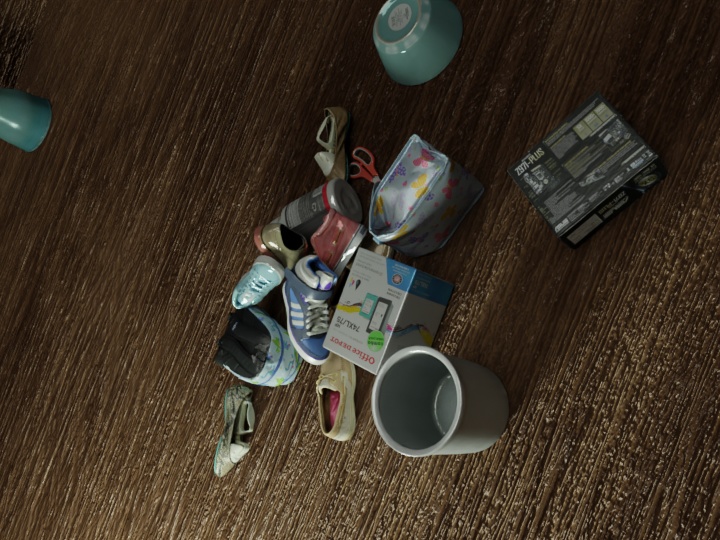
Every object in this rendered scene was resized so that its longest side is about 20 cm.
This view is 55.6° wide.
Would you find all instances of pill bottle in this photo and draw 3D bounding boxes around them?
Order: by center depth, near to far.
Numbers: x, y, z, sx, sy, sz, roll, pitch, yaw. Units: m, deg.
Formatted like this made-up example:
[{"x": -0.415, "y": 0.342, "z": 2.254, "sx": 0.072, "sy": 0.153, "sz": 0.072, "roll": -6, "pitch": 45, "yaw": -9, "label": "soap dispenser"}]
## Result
[{"x": -0.103, "y": -0.110, "z": 1.477, "sx": 0.198, "sy": 0.110, "sz": 0.112, "roll": -25, "pitch": 64, "yaw": 29, "label": "pill bottle"}]

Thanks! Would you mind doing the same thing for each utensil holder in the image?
[{"x": 0.142, "y": 0.225, "z": 1.150, "sx": 0.168, "sy": 0.199, "sz": 0.172, "roll": -11, "pitch": 71, "yaw": 34, "label": "utensil holder"}]

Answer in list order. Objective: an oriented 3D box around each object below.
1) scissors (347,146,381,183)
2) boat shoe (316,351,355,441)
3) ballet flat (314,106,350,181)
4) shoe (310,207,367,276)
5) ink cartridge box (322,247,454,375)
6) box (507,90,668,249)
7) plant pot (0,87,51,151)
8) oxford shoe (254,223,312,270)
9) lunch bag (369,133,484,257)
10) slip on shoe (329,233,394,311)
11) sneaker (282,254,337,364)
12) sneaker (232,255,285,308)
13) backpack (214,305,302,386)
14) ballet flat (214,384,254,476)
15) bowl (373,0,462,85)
[{"x": 0.037, "y": -0.199, "z": 1.459, "sx": 0.200, "sy": 0.014, "sz": 0.074, "roll": 41, "pitch": 101, "yaw": 38, "label": "scissors"}, {"x": -0.054, "y": 0.237, "z": 1.373, "sx": 0.073, "sy": 0.069, "sz": 0.203, "roll": -22, "pitch": 64, "yaw": 31, "label": "boat shoe"}, {"x": -0.065, "y": -0.272, "z": 1.513, "sx": 0.068, "sy": 0.072, "sz": 0.203, "roll": -16, "pitch": 67, "yaw": 58, "label": "ballet flat"}, {"x": -0.068, "y": -0.036, "z": 1.412, "sx": 0.090, "sy": 0.072, "sz": 0.201, "roll": 32, "pitch": 125, "yaw": -2, "label": "shoe"}, {"x": 0.053, "y": 0.086, "z": 1.286, "sx": 0.146, "sy": 0.145, "sz": 0.202, "roll": 21, "pitch": 91, "yaw": 38, "label": "ink cartridge box"}, {"x": 0.379, "y": -0.166, "z": 1.151, "sx": 0.200, "sy": 0.086, "sz": 0.165, "roll": -42, "pitch": 57, "yaw": 20, "label": "box"}, {"x": -1.215, "y": -0.543, "z": 2.373, "sx": 0.198, "sy": 0.187, "sz": 0.203, "roll": -11, "pitch": 71, "yaw": 33, "label": "plant pot"}, {"x": -0.132, "y": -0.031, "z": 1.423, "sx": 0.074, "sy": 0.200, "sz": 0.071, "roll": -13, "pitch": 55, "yaw": 34, "label": "oxford shoe"}, {"x": 0.110, "y": -0.128, "z": 1.287, "sx": 0.127, "sy": 0.169, "sz": 0.201, "roll": 41, "pitch": 103, "yaw": 35, "label": "lunch bag"}, {"x": 0.000, "y": 0.000, "z": 1.403, "sx": 0.076, "sy": 0.060, "sz": 0.201, "roll": 40, "pitch": 102, "yaw": 37, "label": "slip on shoe"}, {"x": -0.089, "y": 0.069, "z": 1.353, "sx": 0.146, "sy": 0.080, "sz": 0.202, "roll": -46, "pitch": 57, "yaw": 49, "label": "sneaker"}, {"x": -0.219, "y": 0.036, "z": 1.441, "sx": 0.200, "sy": 0.073, "sz": 0.083, "roll": -40, "pitch": 22, "yaw": 58, "label": "sneaker"}, {"x": -0.214, "y": 0.170, "z": 1.474, "sx": 0.165, "sy": 0.153, "sz": 0.200, "roll": -65, "pitch": 24, "yaw": -6, "label": "backpack"}, {"x": -0.274, "y": 0.357, "z": 1.513, "sx": 0.074, "sy": 0.068, "sz": 0.203, "roll": 3, "pitch": 77, "yaw": 21, "label": "ballet flat"}, {"x": 0.104, "y": -0.505, "z": 1.436, "sx": 0.199, "sy": 0.105, "sz": 0.204, "roll": -10, "pitch": 73, "yaw": 35, "label": "bowl"}]
